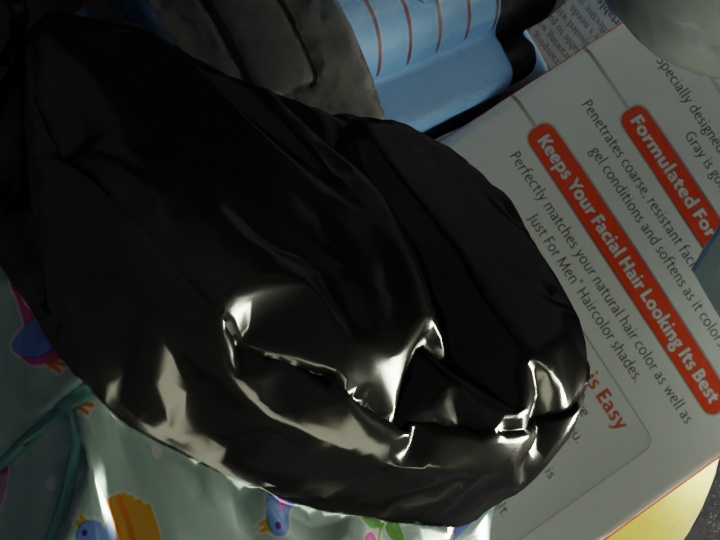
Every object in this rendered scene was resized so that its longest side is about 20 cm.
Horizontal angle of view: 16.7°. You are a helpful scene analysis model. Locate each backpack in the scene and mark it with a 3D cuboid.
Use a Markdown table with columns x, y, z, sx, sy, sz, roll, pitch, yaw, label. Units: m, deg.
| x | y | z | sx | sy | sz | roll | pitch | yaw | label |
| --- | --- | --- | --- | --- | --- | --- | --- | --- | --- |
| -0.064 | 0.056 | 0.515 | 0.166 | 0.127 | 0.200 | 22 | 122 | -40 | backpack |

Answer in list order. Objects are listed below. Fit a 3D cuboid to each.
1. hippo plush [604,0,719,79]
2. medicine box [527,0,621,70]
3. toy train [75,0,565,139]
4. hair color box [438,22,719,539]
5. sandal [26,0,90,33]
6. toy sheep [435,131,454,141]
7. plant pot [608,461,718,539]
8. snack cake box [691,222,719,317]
| x | y | z | sx | sy | sz | roll | pitch | yaw | label |
| --- | --- | --- | --- | --- | --- | --- | --- | --- | --- |
| 0.081 | -0.115 | 0.571 | 0.199 | 0.161 | 0.159 | -30 | 166 | -29 | hippo plush |
| 0.101 | -0.076 | 0.915 | 0.182 | 0.103 | 0.200 | -27 | 164 | -39 | medicine box |
| -0.022 | -0.053 | 0.647 | 0.199 | 0.087 | 0.114 | -26 | 179 | -42 | toy train |
| 0.056 | 0.010 | 0.665 | 0.199 | 0.111 | 0.064 | -33 | 177 | -14 | hair color box |
| -0.119 | -0.057 | 0.497 | 0.199 | 0.055 | 0.082 | -28 | 168 | 30 | sandal |
| 0.000 | 0.000 | 0.785 | 0.138 | 0.199 | 0.139 | 8 | 90 | -69 | toy sheep |
| 0.043 | 0.049 | 1.086 | 0.200 | 0.201 | 0.142 | -39 | 144 | 11 | plant pot |
| 0.157 | -0.033 | 0.542 | 0.114 | 0.067 | 0.200 | -24 | 163 | -16 | snack cake box |
